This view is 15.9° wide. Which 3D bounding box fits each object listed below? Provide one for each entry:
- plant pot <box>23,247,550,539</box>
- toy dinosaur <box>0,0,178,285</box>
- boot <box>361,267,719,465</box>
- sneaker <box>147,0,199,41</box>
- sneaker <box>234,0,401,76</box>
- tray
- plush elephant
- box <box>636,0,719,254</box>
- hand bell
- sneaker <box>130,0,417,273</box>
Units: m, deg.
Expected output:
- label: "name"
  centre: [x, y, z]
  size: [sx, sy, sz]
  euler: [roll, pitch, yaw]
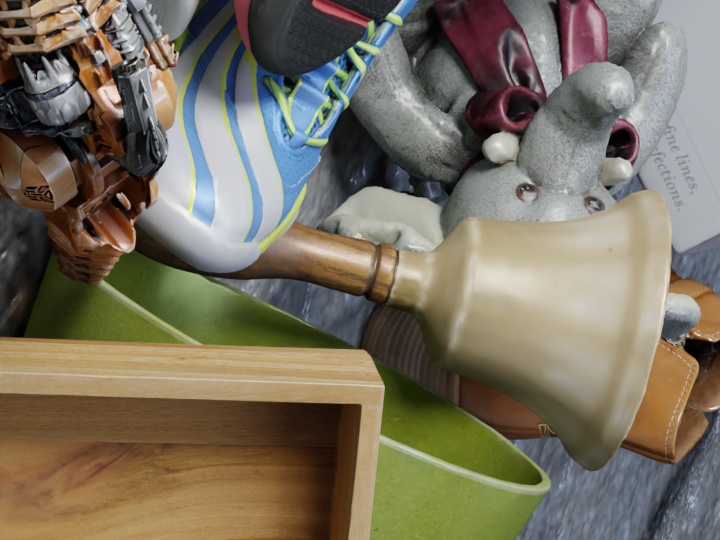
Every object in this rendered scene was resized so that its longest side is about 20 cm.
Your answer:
- label: "plant pot"
  centre: [-0.063, 0.118, 0.880]
  size: [0.200, 0.187, 0.187]
  euler: [-63, 155, 5]
- label: "toy dinosaur"
  centre: [-0.098, -0.058, 0.714]
  size: [0.102, 0.136, 0.200]
  euler: [-24, 144, -37]
- label: "boot"
  centre: [0.108, -0.002, 1.156]
  size: [0.200, 0.155, 0.077]
  euler: [-54, 146, -38]
- label: "sneaker"
  centre: [-0.073, -0.172, 0.800]
  size: [0.112, 0.073, 0.200]
  euler: [-62, 151, -29]
- label: "sneaker"
  centre: [-0.019, -0.160, 0.838]
  size: [0.074, 0.087, 0.201]
  euler: [28, 72, -62]
- label: "tray"
  centre: [-0.098, 0.070, 0.752]
  size: [0.037, 0.199, 0.099]
  euler: [-120, -146, -70]
- label: "plush elephant"
  centre: [0.066, -0.051, 1.026]
  size: [0.164, 0.155, 0.200]
  euler: [7, 118, -22]
- label: "box"
  centre: [0.198, -0.137, 1.129]
  size: [0.199, 0.200, 0.131]
  euler: [66, 21, 6]
- label: "hand bell"
  centre: [0.000, 0.000, 0.916]
  size: [0.104, 0.199, 0.104]
  euler: [-167, -90, -81]
- label: "sneaker"
  centre: [-0.026, -0.082, 0.872]
  size: [0.105, 0.076, 0.200]
  euler: [-49, -167, 28]
